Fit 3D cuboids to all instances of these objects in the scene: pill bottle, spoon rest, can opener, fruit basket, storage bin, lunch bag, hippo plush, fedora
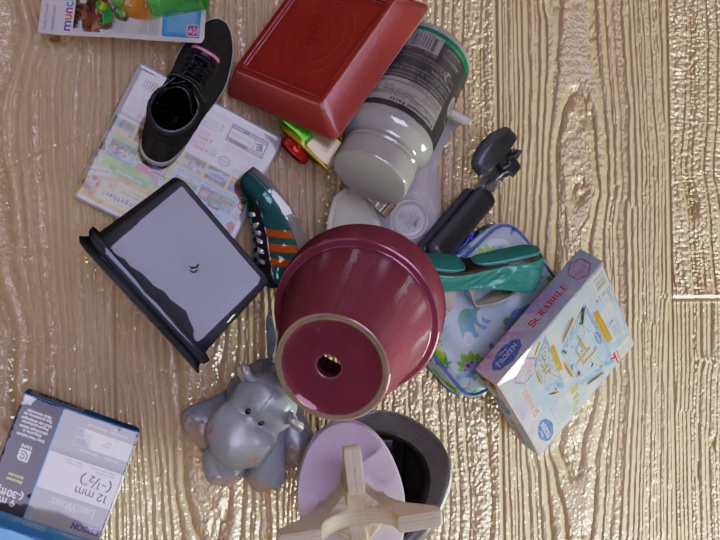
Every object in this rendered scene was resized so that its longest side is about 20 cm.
[{"bbox_3d":[0.048,-0.188,1.390,0.112,0.113,0.201,31,63,-11],"label":"pill bottle"},{"bbox_3d":[0.077,-0.110,1.486,0.099,0.061,0.201,25,96,-13],"label":"spoon rest"},{"bbox_3d":[0.137,-0.094,1.478,0.066,0.053,0.201,44,69,-19],"label":"can opener"},{"bbox_3d":[-0.275,-0.364,1.382,0.198,0.094,0.187,5,77,-4],"label":"fruit basket"},{"bbox_3d":[-0.209,-0.006,1.357,0.134,0.145,0.200,-41,104,-6],"label":"storage bin"},{"bbox_3d":[0.152,0.045,1.479,0.200,0.082,0.161,-43,99,-11],"label":"lunch bag"},{"bbox_3d":[-0.107,0.178,1.372,0.159,0.161,0.200,44,80,-8],"label":"hippo plush"},{"bbox_3d":[0.013,0.259,1.433,0.176,0.090,0.201,26,94,-8],"label":"fedora"}]

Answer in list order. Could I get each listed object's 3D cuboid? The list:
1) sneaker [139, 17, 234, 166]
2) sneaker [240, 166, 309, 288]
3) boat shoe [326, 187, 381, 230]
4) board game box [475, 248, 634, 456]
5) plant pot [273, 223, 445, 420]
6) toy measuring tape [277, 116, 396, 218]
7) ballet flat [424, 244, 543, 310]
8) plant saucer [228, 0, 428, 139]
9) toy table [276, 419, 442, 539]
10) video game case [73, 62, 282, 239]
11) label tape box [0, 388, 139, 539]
[{"bbox_3d":[-0.195,-0.222,1.374,0.070,0.099,0.201,27,73,-9],"label":"sneaker"},{"bbox_3d":[-0.104,-0.025,1.420,0.079,0.071,0.201,-30,103,-10],"label":"sneaker"},{"bbox_3d":[-0.003,0.000,1.454,0.071,0.060,0.204,-9,83,-4],"label":"boat shoe"},{"bbox_3d":[0.248,0.106,1.460,0.200,0.041,0.200,-47,140,-11],"label":"board game box"},{"bbox_3d":[-0.012,0.070,1.309,0.198,0.179,0.202,4,113,10],"label":"plant pot"},{"bbox_3d":[-0.036,-0.141,1.440,0.200,0.074,0.074,43,80,-4],"label":"toy measuring tape"},{"bbox_3d":[0.126,0.013,1.406,0.198,0.067,0.071,-4,109,-9],"label":"ballet flat"},{"bbox_3d":[-0.049,-0.271,1.394,0.200,0.199,0.037,-55,142,-10],"label":"plant saucer"},{"bbox_3d":[-0.004,0.280,1.329,0.182,0.117,0.202,-19,98,-4],"label":"toy table"},{"bbox_3d":[-0.220,-0.126,1.427,0.199,0.023,0.183,27,82,-12],"label":"video game case"},{"bbox_3d":[-0.358,0.257,1.360,0.142,0.066,0.202,21,82,-12],"label":"label tape box"}]
